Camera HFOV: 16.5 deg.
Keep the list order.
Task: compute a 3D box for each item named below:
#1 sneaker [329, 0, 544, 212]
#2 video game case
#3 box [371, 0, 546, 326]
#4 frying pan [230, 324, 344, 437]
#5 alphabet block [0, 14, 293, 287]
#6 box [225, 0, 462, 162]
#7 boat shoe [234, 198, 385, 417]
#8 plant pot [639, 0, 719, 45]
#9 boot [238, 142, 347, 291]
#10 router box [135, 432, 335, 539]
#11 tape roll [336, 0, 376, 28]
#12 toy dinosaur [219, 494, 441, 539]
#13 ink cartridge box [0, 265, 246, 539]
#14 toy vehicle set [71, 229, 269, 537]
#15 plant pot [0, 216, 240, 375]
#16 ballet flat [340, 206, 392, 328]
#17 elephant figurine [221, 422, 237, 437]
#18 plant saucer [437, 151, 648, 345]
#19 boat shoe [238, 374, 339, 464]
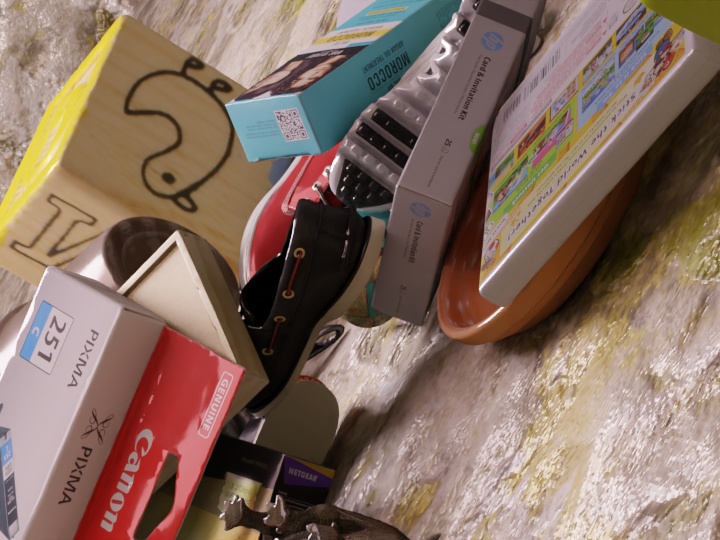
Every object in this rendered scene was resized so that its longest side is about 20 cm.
[{"bbox_3d":[0.056,-0.123,1.769,0.200,0.075,0.081,-48,7,7],"label":"sneaker"},{"bbox_3d":[0.135,-0.100,1.406,0.200,0.023,0.183,-49,19,33],"label":"video game case"},{"bbox_3d":[0.066,-0.087,1.598,0.156,0.041,0.201,101,-168,-60],"label":"box"},{"bbox_3d":[-0.091,0.106,1.837,0.188,0.115,0.031,-11,42,7],"label":"frying pan"},{"bbox_3d":[-0.198,-0.074,2.251,0.196,0.199,0.196,-41,24,50],"label":"alphabet block"},{"bbox_3d":[-0.003,-0.149,1.832,0.082,0.049,0.200,-4,26,45],"label":"box"},{"bbox_3d":[-0.049,0.023,1.598,0.202,0.063,0.074,123,161,-49],"label":"boat shoe"},{"bbox_3d":[0.253,-0.175,0.989,0.199,0.181,0.201,-35,29,57],"label":"plant pot"},{"bbox_3d":[-0.017,-0.063,1.892,0.144,0.072,0.201,-31,29,59],"label":"boot"},{"bbox_3d":[-0.122,0.177,1.598,0.199,0.052,0.158,12,83,44],"label":"router box"},{"bbox_3d":[0.060,-0.259,2.007,0.201,0.066,0.201,-55,15,22],"label":"tape roll"},{"bbox_3d":[-0.017,0.165,1.432,0.199,0.102,0.077,-32,55,36],"label":"toy dinosaur"},{"bbox_3d":[-0.175,0.118,1.561,0.176,0.045,0.201,25,93,46],"label":"ink cartridge box"},{"bbox_3d":[-0.152,0.084,1.602,0.200,0.026,0.125,-44,50,23],"label":"toy vehicle set"},{"bbox_3d":[-0.181,0.060,1.919,0.174,0.199,0.201,-56,14,36],"label":"plant pot"},{"bbox_3d":[0.000,0.000,1.730,0.071,0.070,0.200,-58,7,7],"label":"ballet flat"},{"bbox_3d":[-0.182,0.137,1.762,0.199,0.142,0.156,25,75,31],"label":"elephant figurine"},{"bbox_3d":[0.114,-0.041,1.478,0.201,0.037,0.201,-54,17,25],"label":"plant saucer"},{"bbox_3d":[-0.079,0.160,1.675,0.201,0.071,0.063,-60,11,-5],"label":"boat shoe"}]
